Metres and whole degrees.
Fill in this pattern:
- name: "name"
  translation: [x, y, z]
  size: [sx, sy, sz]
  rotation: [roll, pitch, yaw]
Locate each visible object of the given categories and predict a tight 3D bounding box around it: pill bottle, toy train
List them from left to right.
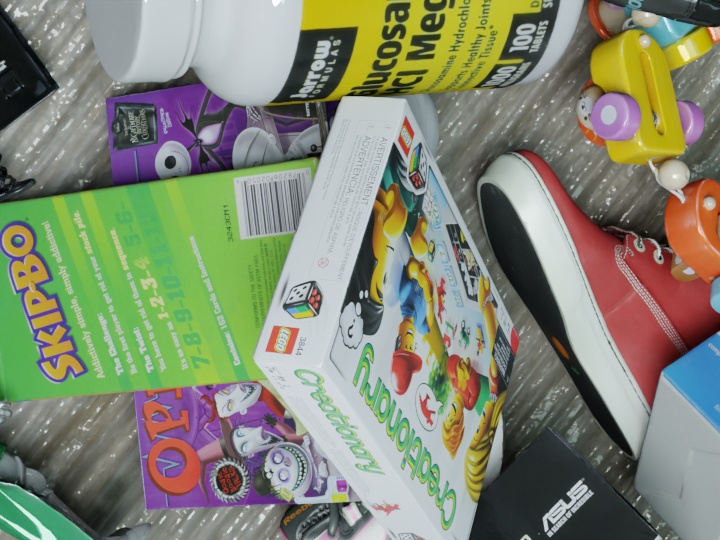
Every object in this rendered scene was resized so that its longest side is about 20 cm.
- name: "pill bottle"
  translation: [-0.012, -0.129, 0.649]
  size: [0.198, 0.112, 0.114]
  rotation: [-8, 106, -25]
- name: "toy train"
  translation: [0.163, -0.081, 0.788]
  size: [0.150, 0.055, 0.202]
  rotation: [31, 55, -34]

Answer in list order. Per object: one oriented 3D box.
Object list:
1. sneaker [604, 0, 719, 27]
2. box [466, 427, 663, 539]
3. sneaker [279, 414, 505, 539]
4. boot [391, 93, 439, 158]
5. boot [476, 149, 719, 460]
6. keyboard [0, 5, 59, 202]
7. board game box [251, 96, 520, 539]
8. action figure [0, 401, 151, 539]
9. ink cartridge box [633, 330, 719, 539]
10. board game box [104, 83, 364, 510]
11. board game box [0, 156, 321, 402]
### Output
- name: "sneaker"
  translation: [0.156, -0.176, 0.731]
  size: [0.079, 0.201, 0.076]
  rotation: [26, 136, 5]
- name: "box"
  translation: [0.096, 0.200, 0.803]
  size: [0.164, 0.086, 0.200]
  rotation: [-44, 144, -2]
- name: "sneaker"
  translation: [0.004, 0.137, 0.810]
  size: [0.086, 0.080, 0.202]
  rotation: [25, 95, -21]
- name: "boot"
  translation: [0.000, 0.000, 0.773]
  size: [0.095, 0.073, 0.202]
  rotation: [3, 113, -61]
- name: "boot"
  translation: [0.157, -0.012, 0.826]
  size: [0.144, 0.072, 0.201]
  rotation: [-37, 119, -6]
- name: "keyboard"
  translation: [-0.234, -0.044, 0.723]
  size: [0.199, 0.040, 0.105]
  rotation: [-37, 88, -4]
- name: "board game box"
  translation: [0.020, 0.034, 0.681]
  size: [0.200, 0.034, 0.127]
  rotation: [58, 43, -52]
- name: "action figure"
  translation: [-0.197, 0.087, 0.735]
  size: [0.199, 0.118, 0.055]
  rotation: [36, 66, -13]
- name: "ink cartridge box"
  translation: [0.248, 0.060, 0.827]
  size: [0.199, 0.067, 0.117]
  rotation: [-30, 147, -21]
- name: "board game box"
  translation: [-0.057, 0.011, 0.727]
  size: [0.119, 0.032, 0.203]
  rotation: [-6, 90, 26]
- name: "board game box"
  translation: [-0.101, 0.007, 0.715]
  size: [0.197, 0.030, 0.097]
  rotation: [-6, 92, 20]
